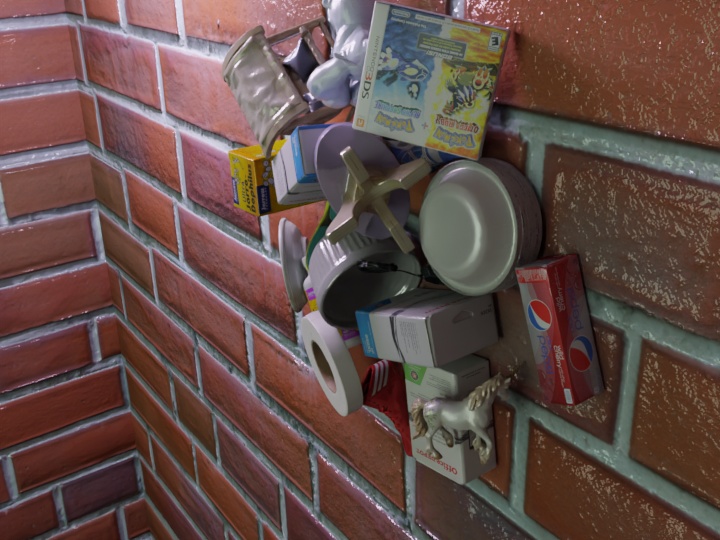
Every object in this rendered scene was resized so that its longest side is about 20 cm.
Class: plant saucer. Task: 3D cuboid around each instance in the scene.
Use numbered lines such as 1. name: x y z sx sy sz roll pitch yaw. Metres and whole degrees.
1. plant saucer: -0.129 -0.014 1.709 0.200 0.049 0.205 -9 -90 -85

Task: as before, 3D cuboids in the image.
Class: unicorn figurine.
1. unicorn figurine: 0.170 0.232 1.275 0.074 0.196 0.140 -69 -29 -69

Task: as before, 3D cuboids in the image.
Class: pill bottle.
1. pill bottle: -0.053 0.060 1.623 0.104 0.103 0.204 -27 81 58

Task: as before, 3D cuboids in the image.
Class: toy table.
1. toy table: 0.013 -0.120 1.217 0.200 0.184 0.117 41 -174 -24

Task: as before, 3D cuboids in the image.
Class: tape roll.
1. tape roll: -0.055 0.174 1.513 0.204 0.036 0.205 57 160 33

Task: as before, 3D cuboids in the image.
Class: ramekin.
1. ramekin: 0.000 0.000 1.432 0.106 0.197 0.202 59 146 36

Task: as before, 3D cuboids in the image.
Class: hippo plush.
1. hippo plush: -0.023 -0.373 1.310 0.200 0.156 0.164 37 -142 -71

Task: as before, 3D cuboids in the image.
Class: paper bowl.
1. paper bowl: 0.164 -0.063 1.200 0.199 0.103 0.205 15 110 47

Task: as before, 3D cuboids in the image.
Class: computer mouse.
1. computer mouse: 0.092 -0.004 1.318 0.059 0.196 0.035 104 174 -78

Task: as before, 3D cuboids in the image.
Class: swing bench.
1. swing bench: -0.121 -0.335 1.456 0.201 0.197 0.130 59 145 20

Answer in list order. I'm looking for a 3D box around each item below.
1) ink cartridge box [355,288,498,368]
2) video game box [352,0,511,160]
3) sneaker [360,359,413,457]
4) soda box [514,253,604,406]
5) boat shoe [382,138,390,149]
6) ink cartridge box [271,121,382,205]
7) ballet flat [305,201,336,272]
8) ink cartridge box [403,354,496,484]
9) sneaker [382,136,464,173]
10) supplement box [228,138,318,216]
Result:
1. ink cartridge box: 0.108 0.091 1.331 0.199 0.143 0.086 1 106 57
2. video game box: 0.098 -0.273 1.156 0.196 0.047 0.186 16 112 12
3. sneaker: 0.052 0.268 1.535 0.078 0.113 0.204 174 84 -68
4. soda box: 0.283 0.083 1.138 0.063 0.069 0.204 -3 102 58
5. boat shoe: 0.032 -0.192 1.427 0.073 0.061 0.204 -119 26 -70
6. ink cartridge box: -0.059 -0.181 1.363 0.200 0.142 0.086 155 105 -70
7. ballet flat: -0.050 -0.080 1.524 0.067 0.066 0.204 94 -166 -79
8. ink cartridge box: 0.154 0.245 1.402 0.144 0.083 0.204 15 116 54
9. sneaker: 0.122 -0.198 1.278 0.198 0.076 0.078 18 145 51
10. supplement box: -0.142 -0.188 1.557 0.109 0.197 0.111 23 124 50
